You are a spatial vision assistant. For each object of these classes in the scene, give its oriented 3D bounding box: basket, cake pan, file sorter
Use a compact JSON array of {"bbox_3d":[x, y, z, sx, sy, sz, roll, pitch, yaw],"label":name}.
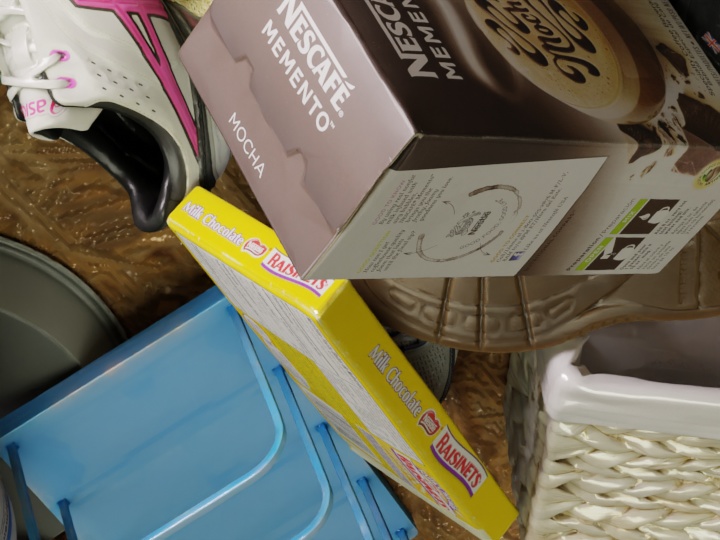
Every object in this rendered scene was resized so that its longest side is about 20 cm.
[{"bbox_3d":[0.168,0.061,1.048,0.198,0.136,0.124,5,128,-6],"label":"basket"},{"bbox_3d":[-0.206,0.069,1.095,0.198,0.037,0.202,-1,126,-2],"label":"cake pan"},{"bbox_3d":[-0.058,0.136,1.070,0.138,0.123,0.200,-31,130,5],"label":"file sorter"}]

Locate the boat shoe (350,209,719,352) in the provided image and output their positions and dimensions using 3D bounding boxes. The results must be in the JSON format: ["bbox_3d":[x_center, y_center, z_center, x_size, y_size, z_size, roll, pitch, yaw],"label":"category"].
[{"bbox_3d":[0.086,-0.016,0.976,0.198,0.072,0.073,-6,119,-8],"label":"boat shoe"}]

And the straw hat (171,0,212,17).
[{"bbox_3d":[-0.048,-0.143,0.856,0.199,0.086,0.201,19,155,9],"label":"straw hat"}]

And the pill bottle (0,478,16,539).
[{"bbox_3d":[-0.215,0.107,1.003,0.111,0.113,0.201,-5,150,1],"label":"pill bottle"}]

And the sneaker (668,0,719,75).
[{"bbox_3d":[0.148,-0.113,0.924,0.087,0.076,0.201,-25,112,27],"label":"sneaker"}]

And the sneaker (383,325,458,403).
[{"bbox_3d":[0.000,0.000,1.025,0.076,0.086,0.201,-13,126,7],"label":"sneaker"}]

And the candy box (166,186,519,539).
[{"bbox_3d":[-0.004,0.045,0.990,0.026,0.102,0.200,-51,140,-13],"label":"candy box"}]

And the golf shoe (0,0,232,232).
[{"bbox_3d":[-0.121,-0.104,0.932,0.072,0.093,0.200,-17,127,41],"label":"golf shoe"}]

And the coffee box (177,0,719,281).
[{"bbox_3d":[0.046,-0.064,0.852,0.199,0.114,0.080,-2,142,-44],"label":"coffee box"}]
